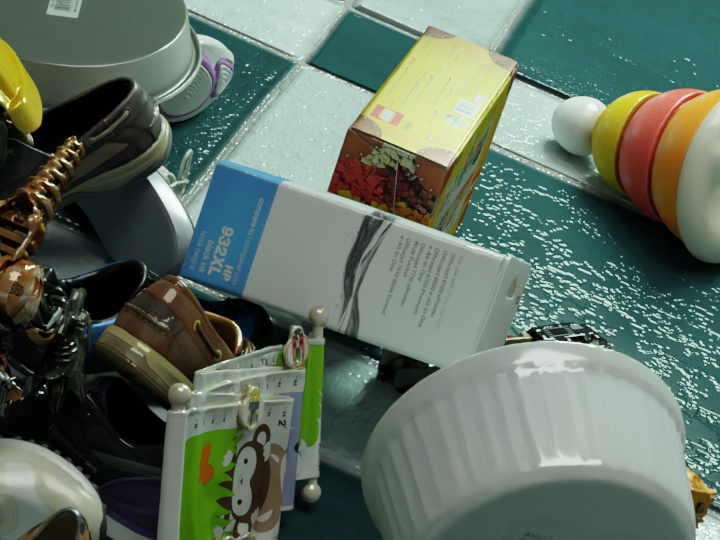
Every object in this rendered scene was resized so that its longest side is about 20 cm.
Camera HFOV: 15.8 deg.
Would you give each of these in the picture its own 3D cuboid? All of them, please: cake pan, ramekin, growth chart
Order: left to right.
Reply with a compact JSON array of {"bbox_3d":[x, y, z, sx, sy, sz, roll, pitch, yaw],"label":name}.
[{"bbox_3d":[-0.214,-0.179,1.907,0.200,0.037,0.200,6,35,-4],"label":"cake pan"},{"bbox_3d":[-0.070,0.112,1.561,0.018,0.145,0.200,6,15,26],"label":"growth chart"},{"bbox_3d":[0.105,0.146,1.550,0.200,0.201,0.098,9,41,-17],"label":"ramekin"}]

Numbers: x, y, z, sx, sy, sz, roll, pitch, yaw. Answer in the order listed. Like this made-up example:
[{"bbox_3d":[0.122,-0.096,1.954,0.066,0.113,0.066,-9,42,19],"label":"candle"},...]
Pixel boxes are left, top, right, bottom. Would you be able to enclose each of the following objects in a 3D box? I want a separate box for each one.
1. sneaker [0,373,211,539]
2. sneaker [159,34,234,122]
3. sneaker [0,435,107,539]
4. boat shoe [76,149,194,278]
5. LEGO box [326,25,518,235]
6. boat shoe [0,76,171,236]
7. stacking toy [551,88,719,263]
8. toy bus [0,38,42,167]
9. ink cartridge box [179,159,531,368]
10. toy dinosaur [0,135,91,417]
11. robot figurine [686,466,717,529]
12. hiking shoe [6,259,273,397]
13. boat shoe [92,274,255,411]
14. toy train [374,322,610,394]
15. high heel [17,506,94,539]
[{"bbox_3d":[-0.177,0.088,1.578,0.200,0.088,0.076,26,32,10],"label":"sneaker"},{"bbox_3d":[-0.187,-0.160,1.972,0.200,0.075,0.100,-7,41,-37],"label":"sneaker"},{"bbox_3d":[-0.247,0.131,1.498,0.200,0.070,0.093,24,38,11],"label":"sneaker"},{"bbox_3d":[-0.156,-0.058,1.845,0.086,0.075,0.202,-4,29,-40],"label":"boat shoe"},{"bbox_3d":[0.034,-0.067,1.880,0.077,0.149,0.200,24,31,7],"label":"LEGO box"},{"bbox_3d":[-0.227,-0.075,1.751,0.200,0.073,0.075,-28,42,-11],"label":"boat shoe"},{"bbox_3d":[0.239,-0.100,2.102,0.200,0.146,0.146,23,26,40],"label":"stacking toy"},{"bbox_3d":[-0.333,-0.132,1.676,0.200,0.192,0.136,-29,34,-2],"label":"toy bus"},{"bbox_3d":[0.000,0.000,1.712,0.200,0.084,0.145,19,1,10],"label":"ink cartridge box"},{"bbox_3d":[-0.205,0.022,1.483,0.200,0.136,0.102,-44,71,-7],"label":"toy dinosaur"},{"bbox_3d":[0.127,0.130,1.714,0.200,0.058,0.145,3,34,-27],"label":"robot figurine"},{"bbox_3d":[-0.135,0.035,1.684,0.200,0.087,0.074,-7,40,-37],"label":"hiking shoe"},{"bbox_3d":[-0.091,0.063,1.594,0.072,0.068,0.200,30,-9,28],"label":"boat shoe"},{"bbox_3d":[0.090,0.059,1.828,0.200,0.034,0.046,-5,35,-35],"label":"toy train"},{"bbox_3d":[-0.201,0.208,1.323,0.071,0.143,0.200,26,32,11],"label":"high heel"}]
